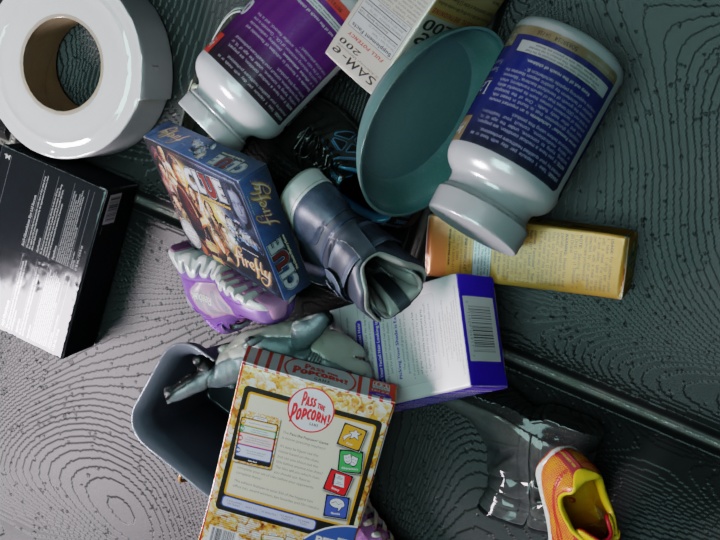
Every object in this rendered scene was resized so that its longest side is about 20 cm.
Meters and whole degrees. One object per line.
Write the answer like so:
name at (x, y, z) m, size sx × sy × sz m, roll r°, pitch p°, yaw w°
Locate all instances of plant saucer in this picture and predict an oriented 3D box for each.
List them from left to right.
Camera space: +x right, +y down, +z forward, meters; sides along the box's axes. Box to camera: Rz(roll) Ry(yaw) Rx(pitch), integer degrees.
plant saucer at (0.062, -0.146, 1.228) m, size 0.036 × 0.199 × 0.201 m, roll 39°, pitch 109°, yaw 31°

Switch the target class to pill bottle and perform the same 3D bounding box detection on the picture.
pill bottle at (-0.084, -0.210, 1.280) m, size 0.112 × 0.112 × 0.200 m, roll 44°, pitch 90°, yaw 9°
pill bottle at (0.151, -0.123, 1.202) m, size 0.115 × 0.116 × 0.201 m, roll 28°, pitch 84°, yaw 14°

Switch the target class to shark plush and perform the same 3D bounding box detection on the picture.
shark plush at (-0.090, 0.097, 1.254) m, size 0.198 × 0.091 × 0.084 m, roll -13°, pitch 87°, yaw -15°

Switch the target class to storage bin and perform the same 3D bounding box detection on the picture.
storage bin at (-0.120, 0.168, 1.363) m, size 0.199 × 0.134 × 0.146 m, roll 35°, pitch 108°, yaw 13°

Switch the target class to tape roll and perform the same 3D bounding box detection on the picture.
tape roll at (-0.306, -0.223, 1.409) m, size 0.200 × 0.071 × 0.205 m, roll 3°, pitch 98°, yaw 20°

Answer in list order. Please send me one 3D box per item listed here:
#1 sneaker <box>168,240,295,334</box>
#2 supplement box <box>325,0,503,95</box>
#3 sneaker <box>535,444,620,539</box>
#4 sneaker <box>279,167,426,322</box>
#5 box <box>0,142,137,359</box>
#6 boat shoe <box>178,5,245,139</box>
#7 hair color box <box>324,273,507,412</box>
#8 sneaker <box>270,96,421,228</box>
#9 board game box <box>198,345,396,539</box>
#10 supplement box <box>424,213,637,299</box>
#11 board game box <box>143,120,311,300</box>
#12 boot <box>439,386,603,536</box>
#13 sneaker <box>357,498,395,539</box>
sneaker at (-0.128, 0.027, 1.352) m, size 0.199 × 0.080 × 0.089 m, roll 23°, pitch 123°, yaw 52°
supplement box at (0.072, -0.259, 1.230) m, size 0.073 × 0.126 × 0.201 m, roll 43°, pitch 110°, yaw 22°
sneaker at (0.219, 0.263, 1.254) m, size 0.073 × 0.077 × 0.201 m, roll -29°, pitch 121°, yaw -7°
sneaker at (-0.001, 0.001, 1.257) m, size 0.077 × 0.203 × 0.146 m, roll -44°, pitch 68°, yaw -8°
box at (-0.348, -0.025, 1.449) m, size 0.140 × 0.079 × 0.202 m, roll 22°, pitch 105°, yaw 12°
boat shoe at (-0.148, -0.179, 1.360) m, size 0.070 × 0.064 × 0.202 m, roll 22°, pitch 105°, yaw 16°
hair color box at (0.046, 0.079, 1.281) m, size 0.199 × 0.064 × 0.111 m, roll -17°, pitch 74°, yaw 41°
sneaker at (-0.024, -0.115, 1.315) m, size 0.199 × 0.082 × 0.074 m, roll 36°, pitch 108°, yaw 12°
board game box at (-0.062, 0.189, 1.242) m, size 0.150 × 0.046 × 0.202 m, roll 15°, pitch 107°, yaw -2°
supplement box at (0.167, -0.018, 1.269) m, size 0.198 × 0.066 × 0.070 m, roll 5°, pitch 100°, yaw 20°
board game box at (-0.133, -0.062, 1.272) m, size 0.199 × 0.034 × 0.136 m, roll 27°, pitch 143°, yaw 52°
boot at (0.138, 0.187, 1.311) m, size 0.198 × 0.070 × 0.133 m, roll 23°, pitch 110°, yaw 20°
sneaker at (0.024, 0.289, 1.368) m, size 0.113 × 0.073 × 0.203 m, roll -5°, pitch 106°, yaw 17°
